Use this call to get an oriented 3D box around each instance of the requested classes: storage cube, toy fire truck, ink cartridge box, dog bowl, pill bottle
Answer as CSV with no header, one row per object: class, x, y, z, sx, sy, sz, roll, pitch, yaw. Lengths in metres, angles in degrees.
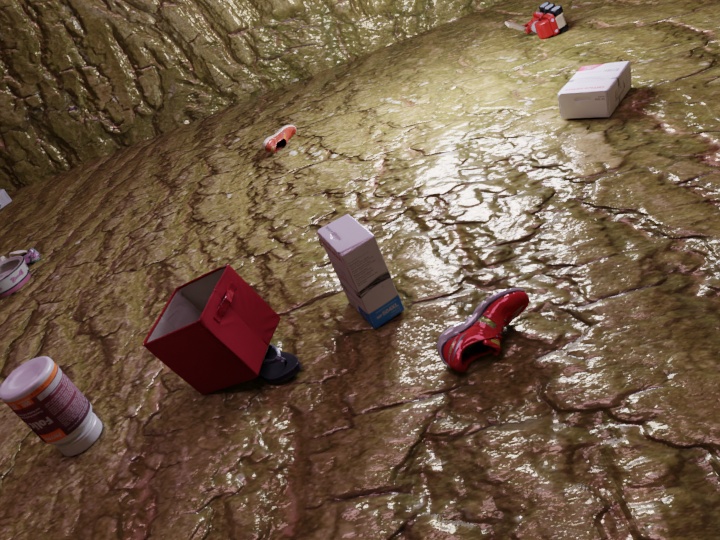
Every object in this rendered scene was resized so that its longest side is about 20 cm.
storage cube,-0.308,0.127,1.189,0.199,0.180,0.172,-23,33,29
toy fire truck,0.715,-1.007,2.306,0.199,0.129,0.177,-31,31,10
ink cartridge box,0.000,0.000,1.199,0.084,0.201,0.146,-30,33,-11
ink cartridge box,0.683,-0.525,1.643,0.146,0.083,0.200,10,44,41
dog bowl,-1.335,0.034,2.111,0.198,0.074,0.201,-16,34,11
ink cartridge box,-2.080,-0.359,3.141,0.143,0.085,0.201,-6,35,26
pill bottle,-0.642,0.289,1.183,0.113,0.201,0.115,-17,32,11

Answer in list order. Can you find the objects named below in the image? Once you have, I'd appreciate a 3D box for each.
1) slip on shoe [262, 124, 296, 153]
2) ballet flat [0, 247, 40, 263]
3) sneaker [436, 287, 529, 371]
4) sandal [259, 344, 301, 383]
slip on shoe,-0.323,-0.538,2.325,0.061,0.074,0.200,31,46,11
ballet flat,-1.382,-0.036,2.244,0.199,0.072,0.069,-27,33,-5
sneaker,0.235,0.114,1.019,0.199,0.077,0.085,-38,39,-4
sandal,-0.204,0.185,1.206,0.199,0.043,0.076,16,49,45
